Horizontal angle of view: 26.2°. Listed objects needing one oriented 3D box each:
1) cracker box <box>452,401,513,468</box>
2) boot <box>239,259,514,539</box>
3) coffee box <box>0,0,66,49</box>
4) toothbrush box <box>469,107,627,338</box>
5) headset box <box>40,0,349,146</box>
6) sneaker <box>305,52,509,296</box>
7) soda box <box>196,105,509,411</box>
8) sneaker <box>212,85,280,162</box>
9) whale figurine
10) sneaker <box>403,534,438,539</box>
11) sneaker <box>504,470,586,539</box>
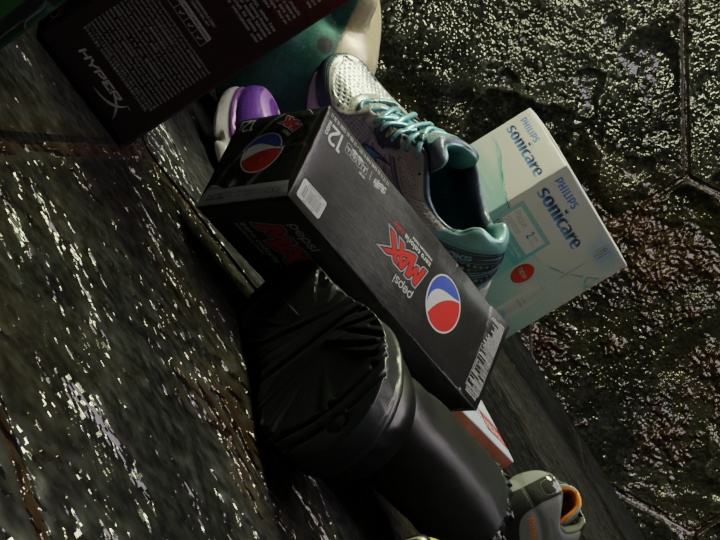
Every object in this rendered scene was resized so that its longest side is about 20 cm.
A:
[{"bbox_3d":[0.018,0.044,1.047,0.134,0.058,0.200,47,12,-50],"label":"cracker box"},{"bbox_3d":[0.018,0.088,0.772,0.162,0.073,0.198,50,2,-23],"label":"boot"},{"bbox_3d":[-0.125,-0.169,0.716,0.044,0.123,0.200,53,10,-19],"label":"coffee box"},{"bbox_3d":[0.099,-0.018,1.290,0.146,0.200,0.085,52,9,-45],"label":"toothbrush box"},{"bbox_3d":[-0.063,-0.169,0.816,0.075,0.200,0.149,55,8,-25],"label":"headset box"},{"bbox_3d":[0.038,-0.072,1.006,0.078,0.086,0.200,-16,66,-36],"label":"sneaker"},{"bbox_3d":[0.000,0.000,0.862,0.200,0.071,0.063,49,50,-36],"label":"soda box"},{"bbox_3d":[-0.030,-0.046,0.995,0.200,0.083,0.081,62,8,31],"label":"sneaker"},{"bbox_3d":[-0.042,-0.175,1.136,0.104,0.200,0.159,24,-26,-13],"label":"whale figurine"},{"bbox_3d":[0.060,0.195,0.679,0.076,0.075,0.200,44,4,-36],"label":"sneaker"},{"bbox_3d":[0.134,0.193,1.127,0.074,0.079,0.200,59,6,24],"label":"sneaker"}]
